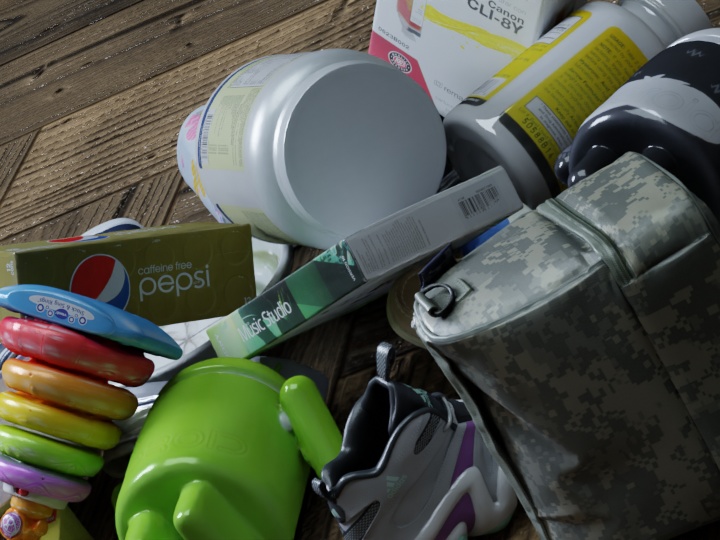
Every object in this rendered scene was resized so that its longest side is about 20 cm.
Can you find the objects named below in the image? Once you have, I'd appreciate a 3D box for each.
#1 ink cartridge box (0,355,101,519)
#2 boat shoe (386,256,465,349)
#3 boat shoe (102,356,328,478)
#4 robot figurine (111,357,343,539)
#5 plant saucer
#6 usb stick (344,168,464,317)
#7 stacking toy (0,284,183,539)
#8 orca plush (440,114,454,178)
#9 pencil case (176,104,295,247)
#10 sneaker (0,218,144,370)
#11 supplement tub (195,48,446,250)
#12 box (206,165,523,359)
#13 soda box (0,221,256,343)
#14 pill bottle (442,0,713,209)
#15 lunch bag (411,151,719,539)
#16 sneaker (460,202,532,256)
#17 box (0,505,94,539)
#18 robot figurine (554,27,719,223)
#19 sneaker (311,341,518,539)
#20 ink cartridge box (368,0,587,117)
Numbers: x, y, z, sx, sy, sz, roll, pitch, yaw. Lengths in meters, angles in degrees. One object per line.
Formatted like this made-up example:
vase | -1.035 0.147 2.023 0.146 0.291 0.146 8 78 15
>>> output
ink cartridge box | -0.258 0.138 1.770 0.136 0.076 0.200 -41 -7 -12
boat shoe | 0.114 0.015 1.551 0.199 0.065 0.073 3 65 7
boat shoe | -0.104 0.110 1.746 0.199 0.072 0.062 -15 53 40
robot figurine | -0.093 0.135 1.604 0.175 0.116 0.200 -34 21 24
plant saucer | -0.130 0.043 1.903 0.199 0.050 0.200 -26 25 13
usb stick | 0.052 -0.037 1.846 0.200 0.056 0.033 -40 67 -17
stacking toy | -0.206 0.116 1.628 0.115 0.110 0.201 16 86 17
orca plush | 0.031 -0.095 1.951 0.105 0.071 0.200 -13 30 36
pencil case | -0.094 -0.079 2.056 0.090 0.084 0.200 -4 19 -14
sneaker | -0.234 0.041 2.004 0.200 0.070 0.108 -44 21 -11
supplement tub | -0.029 -0.088 1.793 0.145 0.145 0.200 -38 14 -14
box | 0.000 0.000 1.642 0.144 0.036 0.200 -25 -6 -36
soda box | -0.173 0.007 1.766 0.199 0.068 0.064 -8 7 -36
pill bottle | 0.165 -0.127 1.804 0.200 0.112 0.111 -39 25 -16
lunch bag | 0.139 0.055 1.382 0.167 0.201 0.139 -33 23 -6
sneaker | 0.086 0.016 1.667 0.111 0.077 0.200 -27 29 -14
box | -0.220 0.234 1.644 0.075 0.050 0.200 -29 23 10
robot figurine | 0.217 -0.077 1.625 0.200 0.150 0.125 -42 -19 -42
sneaker | 0.055 0.090 1.483 0.200 0.140 0.078 -43 26 -23
ink cartridge box | 0.092 -0.208 1.887 0.145 0.200 0.083 33 56 16
